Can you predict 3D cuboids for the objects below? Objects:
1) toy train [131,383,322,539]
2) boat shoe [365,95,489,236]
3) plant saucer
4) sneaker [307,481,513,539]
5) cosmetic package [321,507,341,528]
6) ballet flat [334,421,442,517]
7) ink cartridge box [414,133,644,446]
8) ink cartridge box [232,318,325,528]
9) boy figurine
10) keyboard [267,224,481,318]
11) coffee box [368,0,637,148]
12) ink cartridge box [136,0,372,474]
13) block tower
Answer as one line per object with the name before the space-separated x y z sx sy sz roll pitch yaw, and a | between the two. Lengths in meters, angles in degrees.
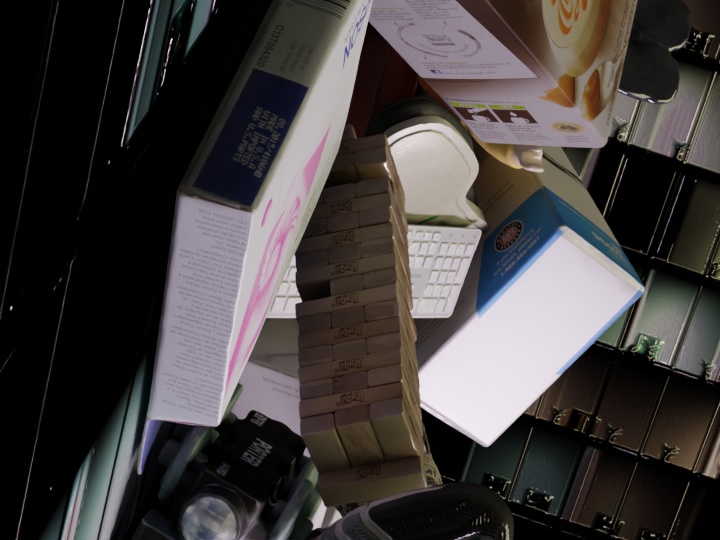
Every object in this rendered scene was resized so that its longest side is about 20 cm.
toy train | -0.073 0.129 1.341 0.114 0.085 0.200 -60 179 9
boat shoe | 0.028 -0.062 1.503 0.200 0.072 0.068 64 8 -74
plant saucer | 0.002 -0.094 1.556 0.200 0.037 0.200 -62 169 -60
sneaker | 0.001 0.145 1.327 0.200 0.075 0.116 -37 -168 26
cosmetic package | -0.068 0.218 1.723 0.200 0.074 0.102 -63 165 -52
ballet flat | 0.014 0.108 1.578 0.200 0.068 0.076 -75 161 -85
ink cartridge box | 0.073 -0.012 1.654 0.145 0.084 0.200 -46 -147 16
ink cartridge box | -0.051 0.123 1.597 0.116 0.067 0.200 -63 170 -63
boy figurine | 0.103 -0.113 1.553 0.200 0.064 0.125 -15 -121 56
keyboard | 0.000 0.000 1.468 0.200 0.011 0.056 2 107 -52
coffee box | 0.073 -0.154 1.381 0.200 0.080 0.115 39 60 -59
ink cartridge box | -0.046 -0.030 1.235 0.200 0.043 0.197 101 8 -48
block tower | -0.003 0.018 1.336 0.058 0.054 0.200 69 13 -52
